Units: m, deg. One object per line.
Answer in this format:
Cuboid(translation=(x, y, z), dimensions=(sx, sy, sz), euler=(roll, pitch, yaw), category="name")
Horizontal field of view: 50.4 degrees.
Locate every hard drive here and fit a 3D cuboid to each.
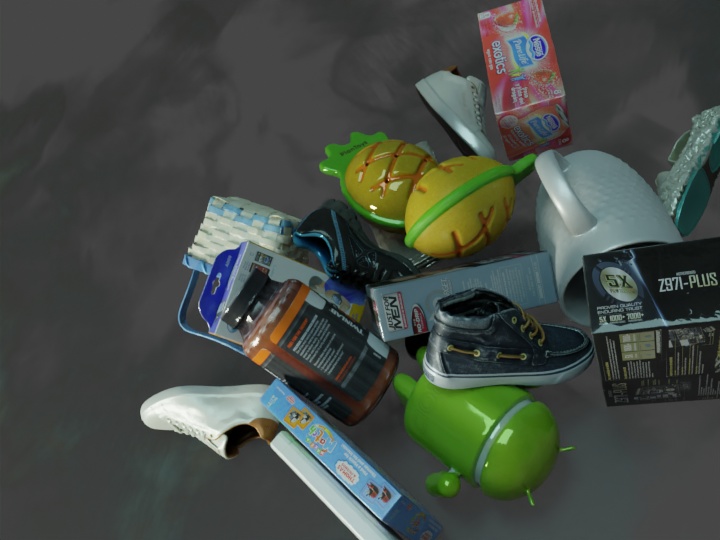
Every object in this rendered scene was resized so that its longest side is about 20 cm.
Cuboid(translation=(-0.004, 0.260, 0.820), dimensions=(0.027, 0.132, 0.199), euler=(-46, 54, -9), category="hard drive")

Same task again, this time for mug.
Cuboid(translation=(0.260, -0.059, 0.865), dimensions=(0.147, 0.199, 0.177), euler=(-33, 43, 25), category="mug")

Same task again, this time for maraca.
Cuboid(translation=(0.032, -0.122, 1.009), dimensions=(0.136, 0.108, 0.200), euler=(-28, 53, -27), category="maraca")
Cuboid(translation=(0.131, -0.081, 0.897), dimensions=(0.199, 0.137, 0.108), euler=(-27, 80, -36), category="maraca")

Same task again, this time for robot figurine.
Cuboid(translation=(0.128, 0.166, 0.832), dimensions=(0.199, 0.116, 0.176), euler=(31, 68, 34), category="robot figurine")

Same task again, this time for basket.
Cuboid(translation=(-0.153, 0.011, 1.040), dimensions=(0.175, 0.139, 0.202), euler=(20, 93, 20), category="basket")

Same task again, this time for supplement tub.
Cuboid(translation=(-0.060, 0.082, 0.876), dimensions=(0.199, 0.107, 0.108), euler=(36, 74, -8), category="supplement tub")

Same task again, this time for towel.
Cuboid(translation=(0.073, -0.086, 1.062), dimensions=(0.131, 0.035, 0.201), euler=(-26, 53, 4), category="towel")

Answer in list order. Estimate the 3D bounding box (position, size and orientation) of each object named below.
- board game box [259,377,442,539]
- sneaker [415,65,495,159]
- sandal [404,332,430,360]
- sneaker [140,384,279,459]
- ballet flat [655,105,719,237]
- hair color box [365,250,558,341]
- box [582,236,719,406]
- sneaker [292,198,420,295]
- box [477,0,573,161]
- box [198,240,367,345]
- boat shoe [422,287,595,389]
Cuboid(translation=(-0.009, 0.212, 0.840), dimensions=(0.199, 0.152, 0.037), euler=(35, 79, 35), category="board game box")
Cuboid(translation=(0.152, -0.227, 1.079), dimensions=(0.084, 0.073, 0.201), euler=(-32, 52, 5), category="sneaker")
Cuboid(translation=(0.137, 0.041, 0.948), dimensions=(0.198, 0.045, 0.076), euler=(-31, 55, 3), category="sandal")
Cuboid(translation=(-0.198, 0.197, 0.978), dimensions=(0.197, 0.073, 0.086), euler=(-8, 55, 17), category="sneaker")
Cuboid(translation=(0.400, -0.119, 0.930), dimensions=(0.071, 0.072, 0.201), euler=(23, 66, 32), category="ballet flat")
Cuboid(translation=(0.110, 0.026, 0.870), dimensions=(0.197, 0.099, 0.062), euler=(-13, 92, -5), category="hair color box")
Cuboid(translation=(0.317, 0.058, 0.766), dimensions=(0.162, 0.200, 0.087), euler=(-8, 58, 19), category="box")
Cuboid(translation=(0.000, 0.000, 0.954), dimensions=(0.200, 0.074, 0.082), euler=(41, 49, 16), category="sneaker")
Cuboid(translation=(0.228, -0.268, 1.065), dimensions=(0.093, 0.103, 0.202), euler=(-12, 55, 15), category="box")
Cuboid(translation=(-0.096, 0.047, 0.948), dimensions=(0.041, 0.198, 0.121), euler=(-1, 69, 64), category="box")
Cuboid(translation=(0.164, 0.067, 0.796), dimensions=(0.197, 0.092, 0.071), euler=(-5, 34, -17), category="boat shoe")
